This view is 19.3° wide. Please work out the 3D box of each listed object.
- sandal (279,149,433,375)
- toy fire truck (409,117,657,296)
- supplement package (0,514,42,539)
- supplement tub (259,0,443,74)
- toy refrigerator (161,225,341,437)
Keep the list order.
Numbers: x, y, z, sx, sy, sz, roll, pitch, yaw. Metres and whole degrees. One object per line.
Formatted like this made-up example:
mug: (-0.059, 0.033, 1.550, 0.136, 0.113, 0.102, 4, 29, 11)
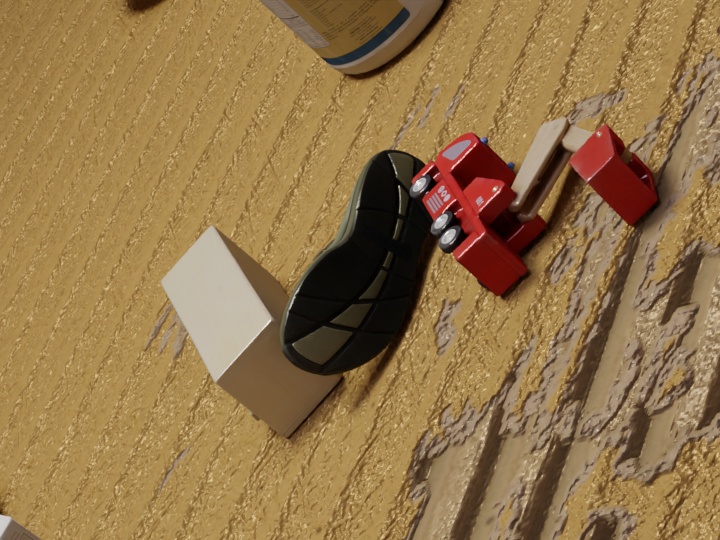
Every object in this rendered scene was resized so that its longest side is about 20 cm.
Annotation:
sandal: (0.001, 0.000, 1.542, 0.057, 0.080, 0.201, -43, 15, 53)
toy fire truck: (0.114, -0.058, 1.455, 0.141, 0.049, 0.200, -44, 26, 10)
supplement package: (-0.230, 0.265, 1.396, 0.191, 0.200, 0.148, 1, 55, 58)
supplement tub: (-0.034, -0.279, 1.803, 0.144, 0.200, 0.145, -36, 29, 24)
toy refrigerator: (-0.088, 0.045, 1.603, 0.070, 0.076, 0.200, -47, 27, 4)
